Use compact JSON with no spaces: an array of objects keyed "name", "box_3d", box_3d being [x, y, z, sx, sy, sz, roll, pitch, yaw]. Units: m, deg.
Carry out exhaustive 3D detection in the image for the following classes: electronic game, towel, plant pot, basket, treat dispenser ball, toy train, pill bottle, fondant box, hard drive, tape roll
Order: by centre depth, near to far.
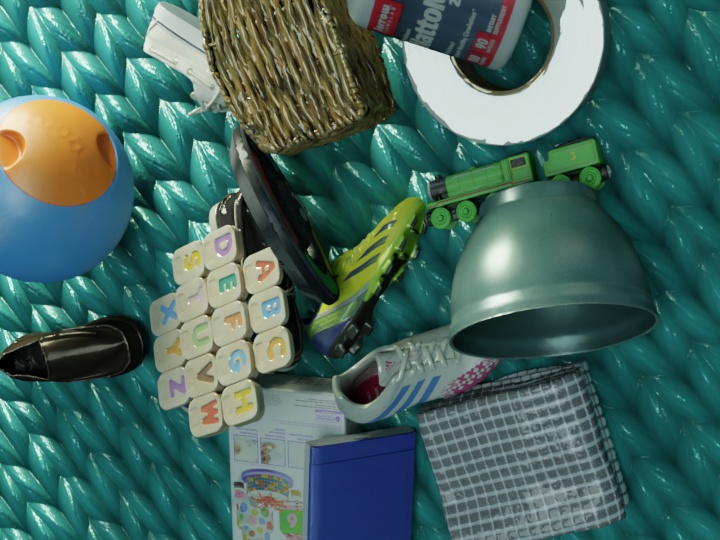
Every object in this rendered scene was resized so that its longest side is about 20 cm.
[{"name":"pill bottle","box_3d":[0.050,-0.262,0.957,0.196,0.120,0.122,17,107,-3]},{"name":"plant pot","box_3d":[0.178,-0.004,1.047,0.197,0.200,0.137,-10,71,20]},{"name":"tape roll","box_3d":[0.143,-0.227,1.061,0.199,0.071,0.207,4,102,19]},{"name":"basket","box_3d":[-0.067,-0.222,1.087,0.141,0.149,0.203,-19,95,18]},{"name":"electronic game","box_3d":[-0.074,-0.056,1.097,0.041,0.200,0.202,-28,92,5]},{"name":"toy train","box_3d":[0.154,-0.089,1.104,0.197,0.042,0.057,-14,87,21]},{"name":"towel","box_3d":[0.163,0.198,1.135,0.197,0.085,0.168,-18,94,21]},{"name":"treat dispenser ball","box_3d":[-0.348,-0.088,1.188,0.197,0.201,0.205,4,103,18]},{"name":"hard drive","box_3d":[-0.002,0.280,1.192,0.025,0.130,0.204,19,110,59]},{"name":"fondant box","box_3d":[-0.073,0.224,1.236,0.142,0.058,0.204,3,101,18]}]

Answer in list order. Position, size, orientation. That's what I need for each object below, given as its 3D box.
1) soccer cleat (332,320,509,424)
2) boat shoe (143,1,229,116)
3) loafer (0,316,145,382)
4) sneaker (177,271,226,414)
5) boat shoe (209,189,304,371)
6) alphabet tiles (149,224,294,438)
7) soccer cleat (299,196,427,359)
[{"name":"soccer cleat","box_3d":[0.061,0.100,1.126,0.198,0.086,0.071,-28,58,8]},{"name":"boat shoe","box_3d":[-0.156,-0.201,1.167,0.200,0.074,0.087,34,109,11]},{"name":"loafer","box_3d":[-0.347,0.106,1.298,0.197,0.071,0.074,-12,98,21]},{"name":"sneaker","box_3d":[-0.156,0.065,1.185,0.074,0.088,0.204,-9,71,25]},{"name":"boat shoe","box_3d":[-0.103,0.007,1.180,0.060,0.073,0.203,-29,75,43]},{"name":"alphabet tiles","box_3d":[-0.148,0.062,1.109,0.194,0.014,0.204,-21,70,34]},{"name":"soccer cleat","box_3d":[-0.001,0.000,1.163,0.083,0.064,0.202,38,108,23]}]
